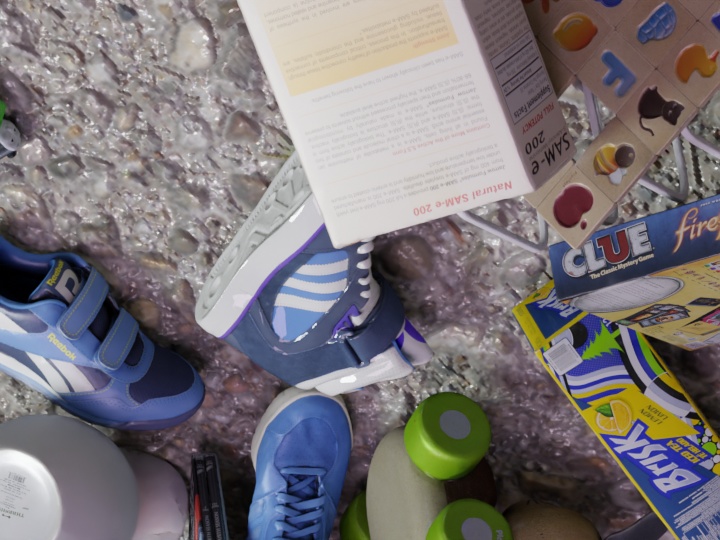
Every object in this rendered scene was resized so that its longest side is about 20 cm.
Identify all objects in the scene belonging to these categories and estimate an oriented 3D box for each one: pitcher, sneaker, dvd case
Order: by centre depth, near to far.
[{"bbox_3d":[0.000,0.000,1.545,0.146,0.081,0.200,28,126,-18],"label":"sneaker"},{"bbox_3d":[-0.193,0.041,1.623,0.199,0.074,0.082,25,127,-7],"label":"sneaker"},{"bbox_3d":[-0.042,0.184,1.645,0.076,0.111,0.201,9,116,-20],"label":"sneaker"},{"bbox_3d":[-0.227,0.155,1.651,0.171,0.200,0.122,12,89,15],"label":"pitcher"},{"bbox_3d":[-0.101,0.249,1.670,0.022,0.200,0.146,-2,131,-8],"label":"dvd case"}]

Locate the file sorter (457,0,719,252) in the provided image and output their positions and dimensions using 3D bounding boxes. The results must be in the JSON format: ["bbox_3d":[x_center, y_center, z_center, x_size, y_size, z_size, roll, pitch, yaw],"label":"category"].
[{"bbox_3d":[0.150,-0.106,1.353,0.199,0.125,0.139,-19,159,26],"label":"file sorter"}]

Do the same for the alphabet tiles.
[{"bbox_3d":[0.127,-0.140,1.288,0.200,0.008,0.167,-49,63,15],"label":"alphabet tiles"}]

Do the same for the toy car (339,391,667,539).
[{"bbox_3d":[0.109,0.183,1.640,0.199,0.158,0.164,3,146,-21],"label":"toy car"}]

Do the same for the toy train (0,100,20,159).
[{"bbox_3d":[-0.304,-0.061,1.594,0.199,0.042,0.056,-26,127,30],"label":"toy train"}]

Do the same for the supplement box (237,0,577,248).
[{"bbox_3d":[0.016,-0.127,1.260,0.126,0.074,0.201,-14,103,29],"label":"supplement box"}]

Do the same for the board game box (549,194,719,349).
[{"bbox_3d":[0.215,0.001,1.426,0.135,0.035,0.200,-17,162,26],"label":"board game box"}]

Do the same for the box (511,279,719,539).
[{"bbox_3d":[0.181,0.090,1.556,0.064,0.070,0.200,-35,114,5],"label":"box"}]
